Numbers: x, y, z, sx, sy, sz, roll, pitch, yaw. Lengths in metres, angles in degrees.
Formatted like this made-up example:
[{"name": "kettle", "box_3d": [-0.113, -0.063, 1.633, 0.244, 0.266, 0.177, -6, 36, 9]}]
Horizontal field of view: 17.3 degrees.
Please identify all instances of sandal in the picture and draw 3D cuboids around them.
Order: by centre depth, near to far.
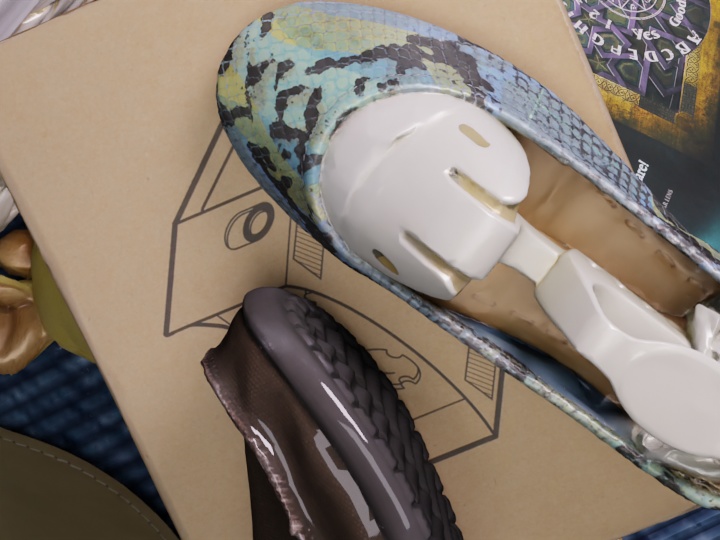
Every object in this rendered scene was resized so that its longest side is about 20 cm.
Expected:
[{"name": "sandal", "box_3d": [-0.150, 0.096, 0.849, 0.212, 0.078, 0.070, 33, 131, 1]}]

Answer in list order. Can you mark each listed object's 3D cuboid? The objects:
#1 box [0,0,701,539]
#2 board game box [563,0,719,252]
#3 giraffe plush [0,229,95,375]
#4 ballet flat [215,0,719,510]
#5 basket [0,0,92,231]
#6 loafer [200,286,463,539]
[{"name": "box", "box_3d": [0.000, 0.000, 0.666, 0.163, 0.021, 0.200, -23, 102, 8]}, {"name": "board game box", "box_3d": [0.068, -0.068, 0.749, 0.135, 0.200, 0.028, 31, 138, -3]}, {"name": "giraffe plush", "box_3d": [-0.038, 0.006, 0.793, 0.162, 0.173, 0.200, 39, 134, 3]}, {"name": "ballet flat", "box_3d": [0.049, -0.002, 0.617, 0.200, 0.074, 0.074, 32, 100, -5]}, {"name": "basket", "box_3d": [-0.131, -0.111, 0.748, 0.136, 0.123, 0.200, 45, 101, 21]}, {"name": "loafer", "box_3d": [-0.001, 0.101, 0.640, 0.071, 0.073, 0.200, -23, 101, 6]}]
